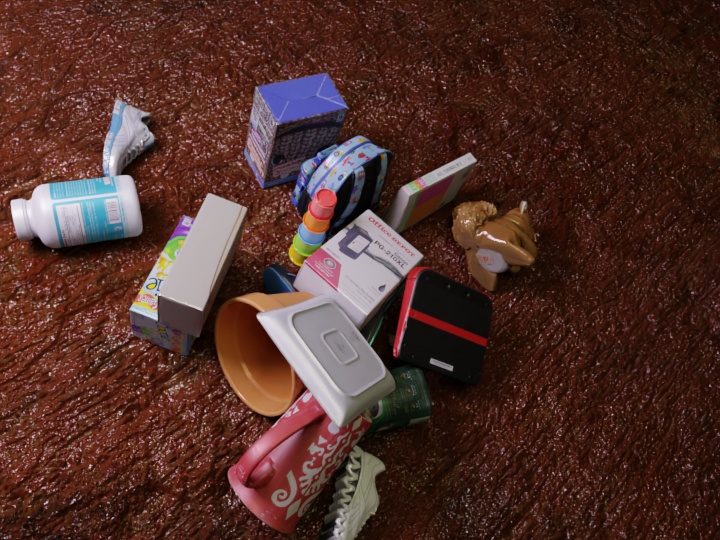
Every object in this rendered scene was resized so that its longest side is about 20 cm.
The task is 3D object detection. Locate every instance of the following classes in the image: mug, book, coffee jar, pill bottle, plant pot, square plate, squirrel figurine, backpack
[{"bbox_3d":[-0.084,0.270,0.902,0.133,0.178,0.200,42,85,2],"label":"mug"},{"bbox_3d":[0.148,-0.165,1.293,0.199,0.134,0.048,-29,72,-30],"label":"book"},{"bbox_3d":[0.018,0.233,1.053,0.198,0.085,0.105,-8,71,-22],"label":"coffee jar"},{"bbox_3d":[-0.493,-0.102,1.065,0.198,0.111,0.112,-10,65,-23],"label":"pill bottle"},{"bbox_3d":[-0.130,0.122,1.020,0.139,0.200,0.201,-22,69,-46],"label":"plant pot"},{"bbox_3d":[-0.039,0.121,0.923,0.200,0.028,0.198,52,25,12],"label":"square plate"},{"bbox_3d":[0.291,-0.088,1.298,0.200,0.142,0.187,39,51,4],"label":"squirrel figurine"},{"bbox_3d":[-0.033,-0.183,1.206,0.182,0.200,0.135,-34,76,-30],"label":"backpack"}]

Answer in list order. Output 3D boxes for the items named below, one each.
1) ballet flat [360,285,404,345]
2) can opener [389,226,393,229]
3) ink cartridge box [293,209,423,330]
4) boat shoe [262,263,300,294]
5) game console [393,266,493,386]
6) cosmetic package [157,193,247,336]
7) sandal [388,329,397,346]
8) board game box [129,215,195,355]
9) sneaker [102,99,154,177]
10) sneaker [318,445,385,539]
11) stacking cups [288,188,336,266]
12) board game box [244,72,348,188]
[{"bbox_3d":[0.018,0.076,1.154,0.073,0.073,0.201,31,51,1],"label":"ballet flat"},{"bbox_3d":[0.015,-0.018,1.207,0.066,0.053,0.200,24,51,40],"label":"can opener"},{"bbox_3d":[0.000,0.000,1.104,0.145,0.085,0.200,40,48,8],"label":"ink cartridge box"},{"bbox_3d":[-0.100,0.065,1.127,0.201,0.084,0.069,52,50,-5],"label":"boat shoe"},{"bbox_3d":[0.155,0.101,1.109,0.199,0.031,0.179,22,74,-27],"label":"game console"},{"bbox_3d":[-0.251,-0.010,0.971,0.072,0.104,0.201,20,58,-8],"label":"cosmetic package"},{"bbox_3d":[0.151,0.134,1.175,0.210,0.077,0.070,-12,98,-25],"label":"sandal"},{"bbox_3d":[-0.305,0.025,1.056,0.102,0.105,0.201,21,56,-5],"label":"board game box"},{"bbox_3d":[-0.450,-0.248,1.187,0.086,0.075,0.202,10,59,-19],"label":"sneaker"},{"bbox_3d":[-0.011,0.384,0.970,0.080,0.075,0.201,25,57,-13],"label":"sneaker"},{"bbox_3d":[-0.090,-0.078,1.126,0.060,0.200,0.061,7,61,-12],"label":"stacking cups"},{"bbox_3d":[-0.134,-0.280,1.227,0.158,0.200,0.097,-20,70,-26],"label":"board game box"}]
